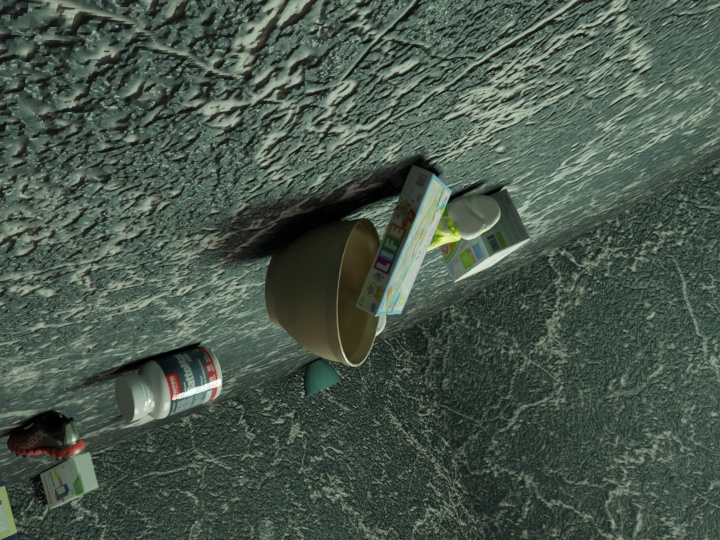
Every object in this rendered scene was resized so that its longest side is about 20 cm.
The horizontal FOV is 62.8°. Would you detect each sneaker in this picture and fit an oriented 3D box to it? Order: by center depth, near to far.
[{"bbox_3d":[0.155,-0.085,1.086,0.194,0.078,0.105,-17,-178,0],"label":"sneaker"},{"bbox_3d":[-0.697,0.358,1.300,0.194,0.102,0.071,-2,-171,19],"label":"sneaker"}]

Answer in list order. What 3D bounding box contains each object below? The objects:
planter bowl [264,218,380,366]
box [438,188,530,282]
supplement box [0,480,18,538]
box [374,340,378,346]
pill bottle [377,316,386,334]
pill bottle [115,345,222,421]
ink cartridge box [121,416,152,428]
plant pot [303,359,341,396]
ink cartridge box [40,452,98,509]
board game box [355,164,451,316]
[{"bbox_3d":[-0.056,0.027,0.853,0.130,0.208,0.199,3,179,20],"label":"planter bowl"},{"bbox_3d":[0.243,-0.066,1.215,0.099,0.115,0.200,-21,170,-16],"label":"box"},{"bbox_3d":[-1.275,0.835,1.938,0.131,0.205,0.199,-25,169,15],"label":"supplement box"},{"bbox_3d":[-0.017,0.353,2.776,0.194,0.077,0.100,-22,169,-2],"label":"box"},{"bbox_3d":[-0.007,0.163,1.763,0.111,0.117,0.200,-18,168,-25],"label":"pill bottle"},{"bbox_3d":[-0.403,0.241,1.243,0.197,0.123,0.119,-14,166,-46],"label":"pill bottle"},{"bbox_3d":[-0.648,0.441,1.880,0.194,0.052,0.161,-20,169,-3],"label":"ink cartridge box"},{"bbox_3d":[-0.210,0.534,2.994,0.195,0.138,0.200,-22,169,-4],"label":"plant pot"},{"bbox_3d":[-1.165,0.840,2.362,0.196,0.149,0.087,-27,168,17],"label":"ink cartridge box"},{"bbox_3d":[0.066,-0.036,0.847,0.205,0.033,0.134,-68,161,5],"label":"board game box"}]
